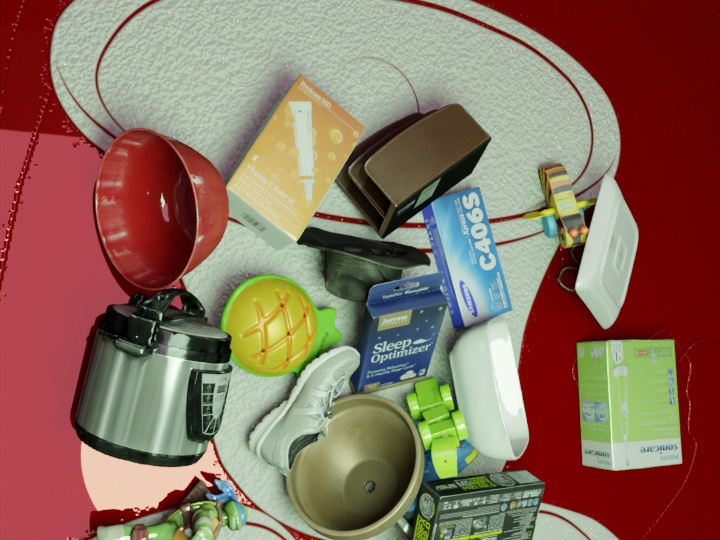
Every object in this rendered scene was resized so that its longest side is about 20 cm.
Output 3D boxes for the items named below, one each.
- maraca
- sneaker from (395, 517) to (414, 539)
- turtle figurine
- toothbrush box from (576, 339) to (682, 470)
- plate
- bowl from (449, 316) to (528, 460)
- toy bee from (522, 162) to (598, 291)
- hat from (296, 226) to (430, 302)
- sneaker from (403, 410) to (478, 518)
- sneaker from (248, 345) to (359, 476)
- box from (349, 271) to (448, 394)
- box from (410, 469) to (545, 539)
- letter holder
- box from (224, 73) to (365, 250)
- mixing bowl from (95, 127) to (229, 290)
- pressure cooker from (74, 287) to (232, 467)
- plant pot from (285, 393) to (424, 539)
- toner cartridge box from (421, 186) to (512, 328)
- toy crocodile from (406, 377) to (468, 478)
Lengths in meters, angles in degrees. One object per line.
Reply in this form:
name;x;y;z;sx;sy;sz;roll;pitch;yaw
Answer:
maraca;-0.108;0.084;1.138;0.198;0.106;0.140;26;86;-37
sneaker;0.147;0.368;1.213;0.201;0.077;0.147;40;82;-23
turtle figurine;-0.227;0.371;1.028;0.189;0.144;0.205;-7;75;-15
toothbrush box;0.443;0.218;1.356;0.142;0.086;0.206;0;83;-22
plate;0.413;-0.026;1.344;0.199;0.032;0.204;38;67;-53
bowl;0.189;0.176;1.220;0.073;0.199;0.205;-12;85;17
toy bee;0.343;-0.083;1.329;0.130;0.109;0.202;-33;85;-3
hat;0.000;0.000;1.166;0.196;0.200;0.083;6;104;-21
sneaker;0.105;0.278;1.193;0.199;0.065;0.080;-37;106;-49
sneaker;-0.062;0.196;1.139;0.082;0.075;0.201;37;83;30
box;0.055;0.094;1.166;0.118;0.203;0.033;-11;45;-23
box;0.157;0.366;1.132;0.196;0.044;0.164;2;104;-34
letter holder;0.069;-0.173;1.222;0.198;0.101;0.143;-36;77;-24
box;-0.101;-0.151;1.169;0.123;0.097;0.203;35;72;-15
mixing bowl;-0.243;-0.084;1.071;0.107;0.197;0.205;-15;89;-53
pressure cooker;-0.251;0.122;1.016;0.176;0.175;0.205;15;90;-32
plant pot;0.002;0.283;1.140;0.202;0.198;0.093;-53;142;-18
toner cartridge box;0.168;-0.021;1.294;0.093;0.043;0.205;-16;90;-21
toy crocodile;0.110;0.216;1.168;0.066;0.201;0.063;-16;112;-1
